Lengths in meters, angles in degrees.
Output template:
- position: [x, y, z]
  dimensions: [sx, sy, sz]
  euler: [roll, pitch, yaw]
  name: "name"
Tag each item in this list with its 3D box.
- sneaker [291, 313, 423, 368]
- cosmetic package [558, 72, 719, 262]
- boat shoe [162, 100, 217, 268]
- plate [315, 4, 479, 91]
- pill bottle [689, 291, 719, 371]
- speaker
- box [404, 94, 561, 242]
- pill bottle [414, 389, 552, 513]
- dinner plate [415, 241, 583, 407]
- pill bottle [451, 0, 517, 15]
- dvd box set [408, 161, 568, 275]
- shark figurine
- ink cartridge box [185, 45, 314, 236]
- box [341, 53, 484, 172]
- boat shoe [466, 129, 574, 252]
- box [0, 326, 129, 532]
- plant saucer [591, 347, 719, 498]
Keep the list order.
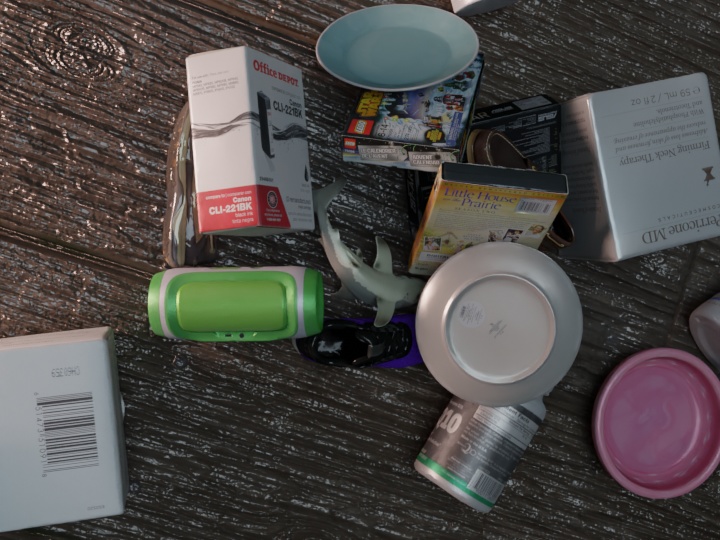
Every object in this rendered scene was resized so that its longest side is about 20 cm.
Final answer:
- position: [0.018, 0.093, 1.135]
  dimensions: [0.198, 0.099, 0.070]
  euler: [-1, 93, -11]
  name: "sneaker"
- position: [0.342, -0.128, 1.170]
  dimensions: [0.166, 0.166, 0.202]
  euler: [-13, 94, -12]
  name: "cosmetic package"
- position: [-0.195, -0.102, 1.110]
  dimensions: [0.073, 0.074, 0.202]
  euler: [4, 99, -22]
  name: "boat shoe"
- position: [0.045, -0.266, 1.117]
  dimensions: [0.198, 0.201, 0.026]
  euler: [-16, 135, -11]
  name: "plate"
- position: [0.559, 0.049, 1.246]
  dimensions: [0.199, 0.112, 0.113]
  euler: [-33, 97, -9]
  name: "pill bottle"
- position: [-0.145, 0.039, 1.088]
  dimensions: [0.198, 0.088, 0.089]
  euler: [-1, 91, 4]
  name: "speaker"
- position: [0.156, -0.122, 1.158]
  dimensions: [0.198, 0.044, 0.162]
  euler: [-15, 121, -11]
  name: "box"
- position: [0.163, 0.192, 1.162]
  dimensions: [0.113, 0.113, 0.201]
  euler: [33, 84, -10]
  name: "pill bottle"
- position: [0.164, 0.067, 1.082]
  dimensions: [0.198, 0.024, 0.202]
  euler: [1, 99, 5]
  name: "dinner plate"
- position: [0.141, -0.432, 1.149]
  dimensions: [0.112, 0.113, 0.202]
  euler: [-14, 93, -11]
  name: "pill bottle"
- position: [0.143, -0.051, 1.080]
  dimensions: [0.145, 0.201, 0.030]
  euler: [5, 59, -5]
  name: "dvd box set"
- position: [-0.017, -0.004, 1.144]
  dimensions: [0.215, 0.089, 0.129]
  euler: [46, 48, -17]
  name: "shark figurine"
- position: [-0.125, -0.145, 1.067]
  dimensions: [0.083, 0.144, 0.202]
  euler: [-6, 89, 23]
  name: "ink cartridge box"
- position: [0.067, -0.197, 1.092]
  dimensions: [0.136, 0.040, 0.201]
  euler: [8, 46, 11]
  name: "box"
- position: [0.198, -0.097, 1.106]
  dimensions: [0.200, 0.070, 0.071]
  euler: [46, 61, -39]
  name: "boat shoe"
- position: [-0.372, 0.177, 1.038]
  dimensions: [0.198, 0.131, 0.201]
  euler: [-6, 92, -11]
  name: "box"
- position: [0.400, 0.204, 1.245]
  dimensions: [0.198, 0.051, 0.203]
  euler: [0, 90, -12]
  name: "plant saucer"
